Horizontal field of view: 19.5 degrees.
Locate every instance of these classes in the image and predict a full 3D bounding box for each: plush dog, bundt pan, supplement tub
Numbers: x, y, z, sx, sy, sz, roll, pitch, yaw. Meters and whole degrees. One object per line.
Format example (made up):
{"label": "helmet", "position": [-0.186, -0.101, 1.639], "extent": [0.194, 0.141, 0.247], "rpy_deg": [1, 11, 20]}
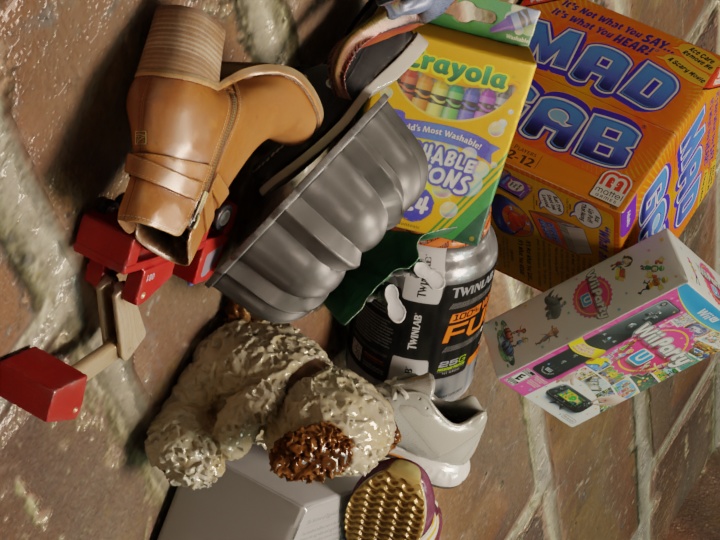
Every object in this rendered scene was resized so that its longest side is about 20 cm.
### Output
{"label": "plush dog", "position": [-0.049, 0.105, 1.672], "extent": [0.200, 0.172, 0.161], "rpy_deg": [-18, 130, -60]}
{"label": "bundt pan", "position": [-0.024, -0.037, 1.586], "extent": [0.202, 0.076, 0.202], "rpy_deg": [-47, -176, 4]}
{"label": "supplement tub", "position": [0.056, 0.017, 1.885], "extent": [0.123, 0.122, 0.200], "rpy_deg": [-42, 149, -44]}

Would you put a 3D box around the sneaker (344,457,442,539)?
{"label": "sneaker", "position": [0.033, 0.210, 1.803], "extent": [0.200, 0.075, 0.090], "rpy_deg": [101, 16, -47]}

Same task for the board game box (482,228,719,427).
{"label": "board game box", "position": [0.236, 0.056, 1.928], "extent": [0.200, 0.064, 0.148], "rpy_deg": [-30, 145, 21]}

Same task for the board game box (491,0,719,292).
{"label": "board game box", "position": [0.207, -0.109, 1.982], "extent": [0.200, 0.200, 0.200], "rpy_deg": [-54, 157, -24]}

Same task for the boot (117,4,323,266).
{"label": "boot", "position": [-0.102, -0.076, 1.439], "extent": [0.200, 0.074, 0.155], "rpy_deg": [29, 68, -54]}

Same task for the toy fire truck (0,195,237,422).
{"label": "toy fire truck", "position": [-0.168, 0.019, 1.475], "extent": [0.200, 0.049, 0.141], "rpy_deg": [-22, 134, -61]}

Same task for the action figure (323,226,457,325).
{"label": "action figure", "position": [0.000, 0.000, 1.700], "extent": [0.118, 0.200, 0.055], "rpy_deg": [-36, 109, -14]}

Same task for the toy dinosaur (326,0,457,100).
{"label": "toy dinosaur", "position": [0.047, -0.229, 1.633], "extent": [0.200, 0.105, 0.181], "rpy_deg": [-57, 155, 13]}

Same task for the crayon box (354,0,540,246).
{"label": "crayon box", "position": [0.064, -0.130, 1.730], "extent": [0.052, 0.126, 0.200], "rpy_deg": [-98, -158, -67]}

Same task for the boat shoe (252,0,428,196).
{"label": "boat shoe", "position": [-0.026, -0.137, 1.613], "extent": [0.200, 0.060, 0.074], "rpy_deg": [-47, -171, -27]}

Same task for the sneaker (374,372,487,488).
{"label": "sneaker", "position": [0.019, 0.120, 1.852], "extent": [0.076, 0.200, 0.092], "rpy_deg": [-105, -143, -56]}

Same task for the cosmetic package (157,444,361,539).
{"label": "cosmetic package", "position": [-0.087, 0.252, 1.819], "extent": [0.199, 0.123, 0.200], "rpy_deg": [-5, 120, -66]}
